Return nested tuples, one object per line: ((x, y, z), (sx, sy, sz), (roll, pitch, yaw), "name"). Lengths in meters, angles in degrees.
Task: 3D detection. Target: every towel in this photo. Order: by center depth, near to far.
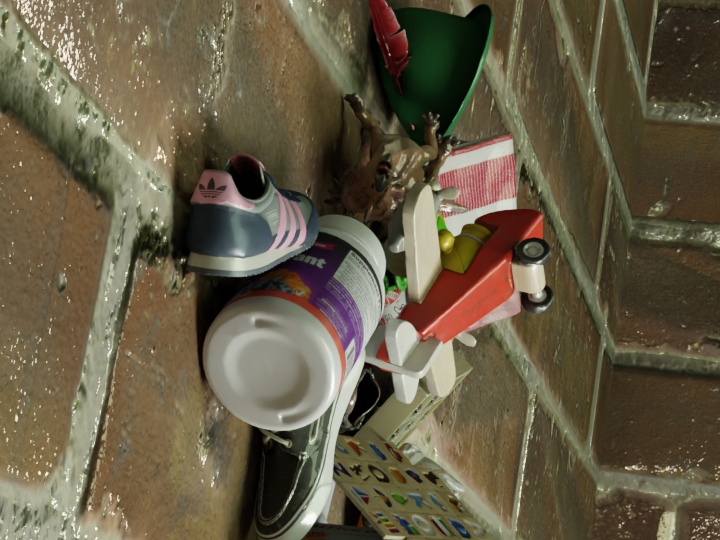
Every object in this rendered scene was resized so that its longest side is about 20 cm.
((0.119, -0.035, 2.037), (0.143, 0.023, 0.202), (-18, 112, -43), "towel")

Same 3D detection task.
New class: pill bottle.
((-0.044, 0.033, 1.546), (0.200, 0.110, 0.113), (-58, 149, -60), "pill bottle")

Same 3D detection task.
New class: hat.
((0.020, -0.221, 1.872), (0.201, 0.175, 0.166), (-59, -164, 31), "hat")

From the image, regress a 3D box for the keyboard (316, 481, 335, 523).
((-0.042, 0.197, 1.753), (0.200, 0.011, 0.057), (72, 25, -71), "keyboard")

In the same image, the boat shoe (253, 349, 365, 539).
((-0.057, 0.133, 1.631), (0.064, 0.070, 0.202), (36, 63, -43), "boat shoe")

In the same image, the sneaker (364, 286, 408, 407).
((0.059, 0.065, 1.934), (0.067, 0.107, 0.203), (-66, 156, -48), "sneaker")

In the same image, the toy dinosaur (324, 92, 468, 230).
((0.031, -0.075, 1.792), (0.200, 0.085, 0.137), (48, 49, -54), "toy dinosaur")

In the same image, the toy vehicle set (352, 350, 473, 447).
((0.041, 0.144, 1.914), (0.124, 0.027, 0.200), (-48, 172, 14), "toy vehicle set")

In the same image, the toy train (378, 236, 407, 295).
((0.000, 0.000, 1.775), (0.200, 0.041, 0.057), (-13, 93, -62), "toy train")

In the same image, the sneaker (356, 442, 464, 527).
((0.057, 0.243, 1.989), (0.076, 0.091, 0.200), (-69, 170, 23), "sneaker")

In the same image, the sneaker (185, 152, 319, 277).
((-0.076, -0.052, 1.477), (0.200, 0.069, 0.083), (-42, 135, -71), "sneaker")

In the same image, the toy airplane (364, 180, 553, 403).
((0.062, 0.018, 1.729), (0.198, 0.141, 0.201), (9, 114, -51), "toy airplane")

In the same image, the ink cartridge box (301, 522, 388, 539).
((-0.021, 0.311, 1.658), (0.200, 0.144, 0.146), (-20, 113, -74), "ink cartridge box")

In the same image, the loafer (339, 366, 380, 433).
((-0.011, 0.120, 1.782), (0.200, 0.062, 0.073), (12, 85, -74), "loafer")

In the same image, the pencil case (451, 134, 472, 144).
((0.098, -0.044, 2.092), (0.091, 0.082, 0.202), (-74, 166, -77), "pencil case")

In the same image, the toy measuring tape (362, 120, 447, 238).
((0.033, -0.063, 1.928), (0.201, 0.073, 0.074), (56, 36, -31), "toy measuring tape")

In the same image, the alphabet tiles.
((0.043, 0.207, 1.729), (0.006, 0.166, 0.199), (-52, 150, 14), "alphabet tiles")
